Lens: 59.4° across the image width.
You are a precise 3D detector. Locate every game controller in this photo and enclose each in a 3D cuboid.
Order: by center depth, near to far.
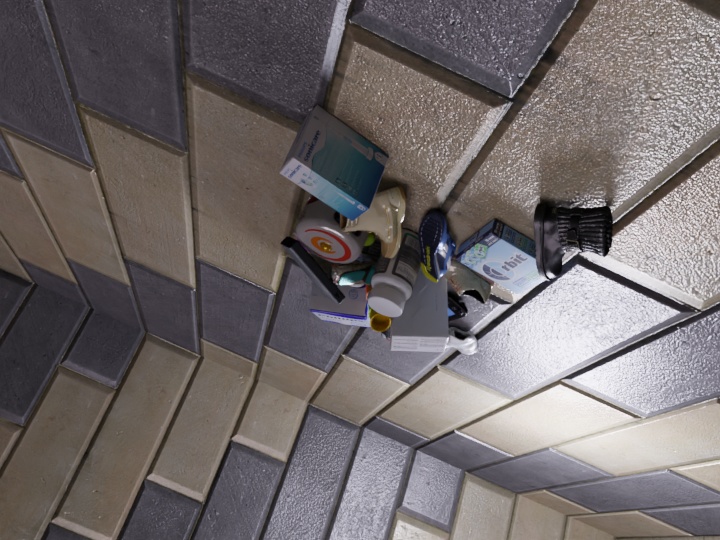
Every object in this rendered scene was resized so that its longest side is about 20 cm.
[{"bbox_3d":[0.235,0.116,1.899,0.103,0.043,0.199,32,152,-19],"label":"game controller"}]

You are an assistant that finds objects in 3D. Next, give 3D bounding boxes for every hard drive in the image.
[{"bbox_3d":[-0.129,-0.003,1.685,0.201,0.033,0.139,51,171,-18],"label":"hard drive"}]

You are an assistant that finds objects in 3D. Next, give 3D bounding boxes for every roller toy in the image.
[{"bbox_3d":[-0.069,-0.111,1.597,0.194,0.143,0.184,13,153,18],"label":"roller toy"}]

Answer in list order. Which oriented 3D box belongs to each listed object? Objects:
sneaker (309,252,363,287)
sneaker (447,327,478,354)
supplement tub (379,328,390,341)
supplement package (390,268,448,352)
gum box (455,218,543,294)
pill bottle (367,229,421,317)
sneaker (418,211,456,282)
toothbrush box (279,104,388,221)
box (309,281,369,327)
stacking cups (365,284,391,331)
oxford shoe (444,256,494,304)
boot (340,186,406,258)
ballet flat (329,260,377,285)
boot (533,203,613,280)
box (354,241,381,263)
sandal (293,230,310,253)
[{"bbox_3d":[-0.067,0.012,1.792,0.195,0.076,0.086,21,148,23],"label":"sneaker"},{"bbox_3d":[0.280,0.213,2.028,0.194,0.072,0.081,2,140,23],"label":"sneaker"},{"bbox_3d":[0.101,0.135,1.945,0.119,0.125,0.202,14,152,14],"label":"supplement tub"},{"bbox_3d":[0.157,0.105,1.714,0.150,0.206,0.112,1,153,2],"label":"supplement package"},{"bbox_3d":[0.356,-0.028,1.529,0.196,0.046,0.170,27,153,-11],"label":"gum box"},{"bbox_3d":[0.091,0.006,1.621,0.110,0.204,0.114,17,154,9],"label":"pill bottle"},{"bbox_3d":[0.192,-0.069,1.561,0.073,0.081,0.204,37,146,35],"label":"sneaker"},{"bbox_3d":[-0.054,-0.228,1.358,0.197,0.150,0.085,31,153,-20],"label":"toothbrush box"},{"bbox_3d":[-0.047,0.101,1.942,0.178,0.108,0.200,7,167,12],"label":"box"},{"bbox_3d":[0.044,0.079,1.719,0.058,0.202,0.062,-3,125,-4],"label":"stacking cups"},{"bbox_3d":[0.259,0.019,1.659,0.195,0.075,0.071,24,154,-4],"label":"oxford shoe"},{"bbox_3d":[0.024,-0.104,1.502,0.151,0.074,0.203,-9,139,-15],"label":"boot"},{"bbox_3d":[0.000,0.000,1.693,0.196,0.077,0.064,2,-144,-42],"label":"ballet flat"},{"bbox_3d":[0.455,-0.051,1.347,0.154,0.081,0.214,8,142,27],"label":"boot"},{"bbox_3d":[0.006,-0.032,1.791,0.194,0.050,0.162,17,155,12],"label":"box"},{"bbox_3d":[-0.145,-0.039,1.862,0.204,0.050,0.082,53,174,-33],"label":"sandal"}]
